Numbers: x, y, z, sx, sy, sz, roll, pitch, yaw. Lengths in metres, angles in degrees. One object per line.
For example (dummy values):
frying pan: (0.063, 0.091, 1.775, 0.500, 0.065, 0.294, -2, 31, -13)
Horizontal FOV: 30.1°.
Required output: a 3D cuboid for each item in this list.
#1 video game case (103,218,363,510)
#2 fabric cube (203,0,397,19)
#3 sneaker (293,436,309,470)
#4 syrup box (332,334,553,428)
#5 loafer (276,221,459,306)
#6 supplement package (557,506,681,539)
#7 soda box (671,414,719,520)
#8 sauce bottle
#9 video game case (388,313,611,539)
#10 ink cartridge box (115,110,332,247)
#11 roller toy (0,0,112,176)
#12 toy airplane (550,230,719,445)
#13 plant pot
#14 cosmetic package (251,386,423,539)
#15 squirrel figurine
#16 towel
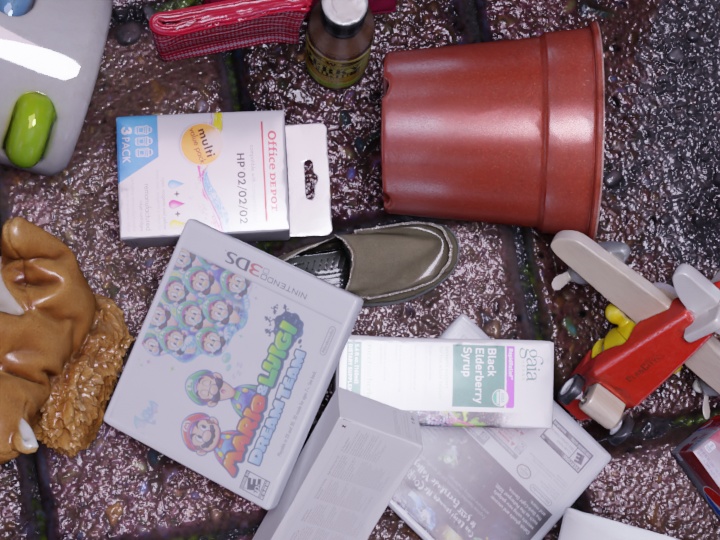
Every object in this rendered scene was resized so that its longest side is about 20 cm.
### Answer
video game case: (-0.115, 0.081, 1.185, 0.181, 0.024, 0.202, 24, 93, 18)
fabric cube: (-0.063, -0.348, 1.230, 0.194, 0.199, 0.202, -8, 84, -6)
sneaker: (-0.113, 0.105, 1.234, 0.070, 0.078, 0.200, -41, 88, -7)
syrup box: (0.074, 0.102, 1.223, 0.197, 0.081, 0.080, 2, 85, -3)
loafer: (0.000, 0.000, 1.258, 0.198, 0.070, 0.076, -15, 85, -6)
supplement package: (0.256, 0.332, 1.171, 0.189, 0.147, 0.202, 13, 82, 22)
soda box: (0.383, 0.232, 1.257, 0.063, 0.070, 0.201, -36, 87, -10)
sauce bottle: (-0.020, -0.215, 1.217, 0.064, 0.200, 0.066, 0, 84, -2)
video game case: (0.107, 0.175, 1.270, 0.200, 0.023, 0.182, 44, 82, 1)
ink cartridge box: (-0.126, -0.087, 1.260, 0.197, 0.068, 0.117, -3, 84, -4)
roller toy: (-0.309, -0.187, 1.194, 0.138, 0.200, 0.184, 16, 89, -17)
toy airplane: (0.272, 0.049, 1.204, 0.197, 0.141, 0.202, 1, 121, 18)
plant pot: (0.118, -0.127, 1.230, 0.193, 0.201, 0.203, 1, 83, 4)
cosmetic package: (-0.026, 0.202, 1.185, 0.082, 0.051, 0.201, 20, 117, -17)
squirrel figurine: (-0.286, 0.092, 1.169, 0.141, 0.199, 0.188, -24, 49, 31)
towel: (-0.116, -0.217, 1.211, 0.143, 0.200, 0.023, -11, 92, -6)
